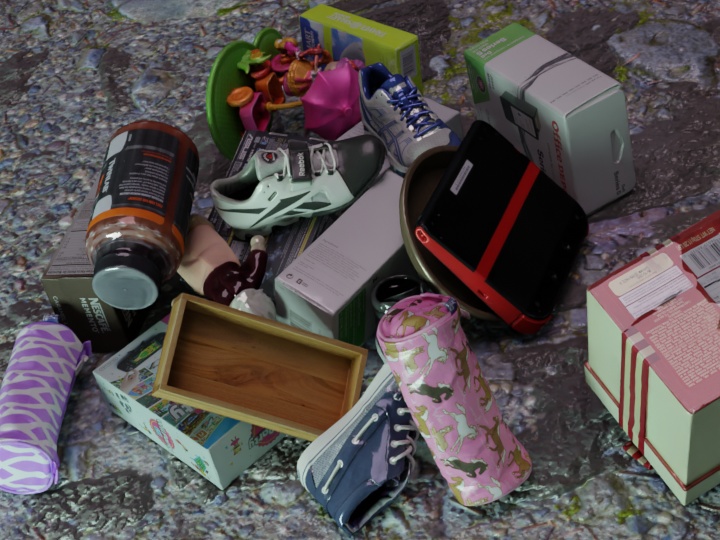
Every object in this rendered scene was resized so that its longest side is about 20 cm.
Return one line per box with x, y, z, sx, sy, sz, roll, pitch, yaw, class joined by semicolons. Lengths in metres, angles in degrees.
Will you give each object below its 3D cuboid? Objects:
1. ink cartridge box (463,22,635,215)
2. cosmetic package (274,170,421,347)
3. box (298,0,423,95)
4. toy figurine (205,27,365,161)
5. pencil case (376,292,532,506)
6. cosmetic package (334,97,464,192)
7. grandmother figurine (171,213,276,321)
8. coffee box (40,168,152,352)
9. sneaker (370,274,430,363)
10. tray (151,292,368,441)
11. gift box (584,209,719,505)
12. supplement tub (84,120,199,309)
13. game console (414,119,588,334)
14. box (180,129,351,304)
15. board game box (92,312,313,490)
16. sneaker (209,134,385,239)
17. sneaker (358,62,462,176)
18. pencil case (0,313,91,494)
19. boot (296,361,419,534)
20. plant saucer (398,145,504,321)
0.215;-0.173;1.838;0.084;0.146;0.200;-29;39;-17;ink cartridge box
0.000;0.000;1.721;0.084;0.108;0.200;31;56;24;cosmetic package
-0.005;-0.258;2.036;0.047;0.123;0.199;-31;40;-33;box
-0.063;-0.221;1.980;0.183;0.151;0.201;4;44;28;toy figurine
0.088;0.119;1.484;0.086;0.201;0.083;-23;20;3;pencil case
0.023;-0.122;1.903;0.200;0.072;0.101;-39;44;-26;cosmetic package
-0.144;0.011;1.719;0.121;0.060;0.200;-48;41;5;grandmother figurine
-0.279;-0.015;1.843;0.079;0.115;0.201;-1;41;18;coffee box
0.064;0.078;1.620;0.070;0.100;0.200;-25;40;-15;sneaker
-0.097;0.100;1.581;0.198;0.037;0.100;18;70;-17;tray
0.312;0.070;1.469;0.183;0.187;0.201;-24;54;-9;gift box
-0.236;-0.058;1.729;0.106;0.107;0.201;-5;49;13;supplement tub
0.153;-0.046;1.703;0.031;0.176;0.201;-41;13;45;game console
-0.097;-0.056;1.813;0.160;0.049;0.201;9;68;37;box
-0.158;0.122;1.674;0.147;0.065;0.199;-39;45;-27;board game box
-0.071;-0.101;1.738;0.199;0.089;0.075;-25;52;13;sneaker
0.048;-0.170;1.810;0.075;0.089;0.200;-27;34;-18;sneaker
-0.341;0.143;1.702;0.085;0.084;0.201;11;41;-4;pencil case
0.034;0.156;1.534;0.200;0.073;0.090;-47;48;3;boot
0.115;-0.036;1.701;0.029;0.200;0.201;-32;19;45;plant saucer
